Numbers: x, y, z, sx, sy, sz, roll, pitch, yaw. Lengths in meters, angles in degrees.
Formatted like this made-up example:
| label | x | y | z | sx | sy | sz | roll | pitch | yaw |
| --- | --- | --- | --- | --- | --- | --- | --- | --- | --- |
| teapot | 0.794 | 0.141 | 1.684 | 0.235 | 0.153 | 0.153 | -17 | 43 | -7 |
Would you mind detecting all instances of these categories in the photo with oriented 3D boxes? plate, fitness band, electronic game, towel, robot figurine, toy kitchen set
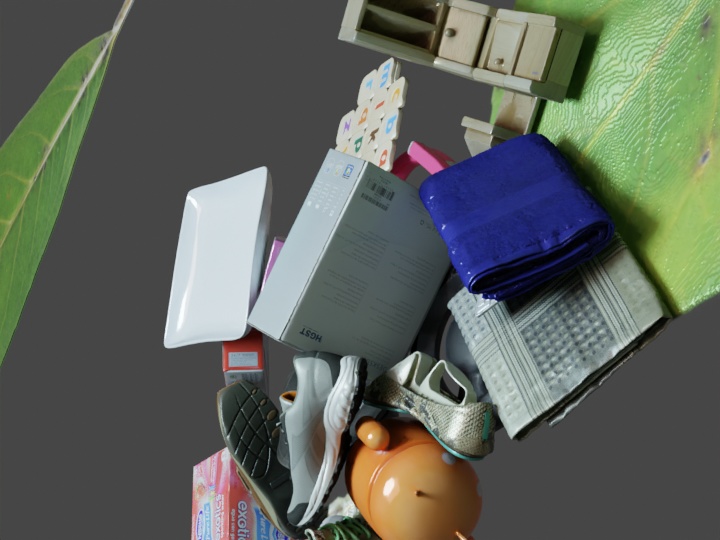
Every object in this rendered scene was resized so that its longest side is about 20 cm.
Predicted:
| label | x | y | z | sx | sy | sz | roll | pitch | yaw |
| --- | --- | --- | --- | --- | --- | --- | --- | --- | --- |
| plate | -0.161 | -0.009 | 1.726 | 0.199 | 0.032 | 0.201 | -10 | 68 | 55 |
| fitness band | 0.066 | -0.061 | 1.649 | 0.144 | 0.037 | 0.200 | -66 | 31 | 17 |
| electronic game | 0.120 | 0.072 | 1.496 | 0.200 | 0.042 | 0.201 | -25 | 56 | 43 |
| towel | 0.184 | 0.042 | 1.380 | 0.192 | 0.035 | 0.200 | -41 | 41 | 18 |
| robot figurine | 0.053 | 0.215 | 1.461 | 0.200 | 0.116 | 0.144 | -146 | 56 | -73 |
| toy kitchen set | 0.091 | -0.204 | 1.520 | 0.200 | 0.180 | 0.164 | 30 | 105 | 63 |
| towel | 0.146 | -0.051 | 1.407 | 0.147 | 0.050 | 0.200 | -23 | 33 | 0 |

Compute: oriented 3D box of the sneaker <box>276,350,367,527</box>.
| label | x | y | z | sx | sy | sz | roll | pitch | yaw |
| --- | --- | --- | --- | --- | --- | --- | --- | --- | --- |
| sneaker | -0.049 | 0.166 | 1.482 | 0.074 | 0.079 | 0.201 | -59 | -16 | -66 |

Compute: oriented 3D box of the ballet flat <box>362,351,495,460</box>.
| label | x | y | z | sx | sy | sz | roll | pitch | yaw |
| --- | --- | --- | --- | --- | --- | --- | --- | --- | --- |
| ballet flat | 0.070 | 0.121 | 1.437 | 0.200 | 0.068 | 0.076 | 23 | 104 | 57 |

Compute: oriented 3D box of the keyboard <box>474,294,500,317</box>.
| label | x | y | z | sx | sy | sz | roll | pitch | yaw |
| --- | --- | --- | --- | --- | --- | --- | --- | --- | --- |
| keyboard | 0.144 | -0.031 | 1.447 | 0.056 | 0.011 | 0.200 | -33 | 25 | 33 |

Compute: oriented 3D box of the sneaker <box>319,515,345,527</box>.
| label | x | y | z | sx | sy | sz | roll | pitch | yaw |
| --- | --- | --- | --- | --- | --- | --- | --- | --- | --- |
| sneaker | 0.003 | 0.345 | 1.579 | 0.082 | 0.075 | 0.200 | -24 | 44 | 12 |

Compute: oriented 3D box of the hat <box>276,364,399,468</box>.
| label | x | y | z | sx | sy | sz | roll | pitch | yaw |
| --- | --- | --- | --- | --- | --- | --- | --- | --- | --- |
| hat | -0.004 | 0.148 | 1.622 | 0.200 | 0.081 | 0.201 | -36 | 33 | 28 |

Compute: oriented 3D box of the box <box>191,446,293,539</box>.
| label | x | y | z | sx | sy | sz | roll | pitch | yaw |
| --- | --- | --- | --- | --- | --- | --- | --- | --- | --- |
| box | -0.143 | 0.326 | 1.780 | 0.103 | 0.094 | 0.201 | -34 | 50 | 49 |

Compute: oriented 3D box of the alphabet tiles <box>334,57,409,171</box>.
| label | x | y | z | sx | sy | sz | roll | pitch | yaw |
| --- | --- | --- | --- | --- | --- | --- | --- | --- | --- |
| alphabet tiles | 0.008 | -0.153 | 1.774 | 0.196 | 0.015 | 0.201 | -25 | 51 | 64 |

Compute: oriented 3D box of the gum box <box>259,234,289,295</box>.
| label | x | y | z | sx | sy | sz | roll | pitch | yaw |
| --- | --- | --- | --- | --- | --- | --- | --- | --- | --- |
| gum box | -0.051 | 0.007 | 1.671 | 0.200 | 0.113 | 0.066 | -130 | 55 | -85 |

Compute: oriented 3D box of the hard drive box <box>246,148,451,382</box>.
| label | x | y | z | sx | sy | sz | roll | pitch | yaw |
| --- | --- | --- | --- | --- | --- | --- | --- | --- | --- |
| hard drive box | 0.000 | 0.000 | 1.513 | 0.077 | 0.156 | 0.200 | 24 | 87 | 55 |

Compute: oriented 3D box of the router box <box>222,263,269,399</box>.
| label | x | y | z | sx | sy | sz | roll | pitch | yaw |
| --- | --- | --- | --- | --- | --- | --- | --- | --- | --- |
| router box | -0.141 | 0.081 | 1.831 | 0.200 | 0.049 | 0.180 | 92 | 176 | -63 |

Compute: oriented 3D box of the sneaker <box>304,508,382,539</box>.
| label | x | y | z | sx | sy | sz | roll | pitch | yaw |
| --- | --- | --- | --- | --- | --- | --- | --- | --- | --- |
| sneaker | -0.021 | 0.289 | 1.525 | 0.077 | 0.089 | 0.200 | 20 | 57 | 39 |

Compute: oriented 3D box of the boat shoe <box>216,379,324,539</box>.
| label | x | y | z | sx | sy | sz | roll | pitch | yaw |
| --- | --- | --- | --- | --- | --- | --- | --- | --- | --- |
| boat shoe | -0.116 | 0.227 | 1.728 | 0.200 | 0.076 | 0.074 | 65 | 155 | -2 |
